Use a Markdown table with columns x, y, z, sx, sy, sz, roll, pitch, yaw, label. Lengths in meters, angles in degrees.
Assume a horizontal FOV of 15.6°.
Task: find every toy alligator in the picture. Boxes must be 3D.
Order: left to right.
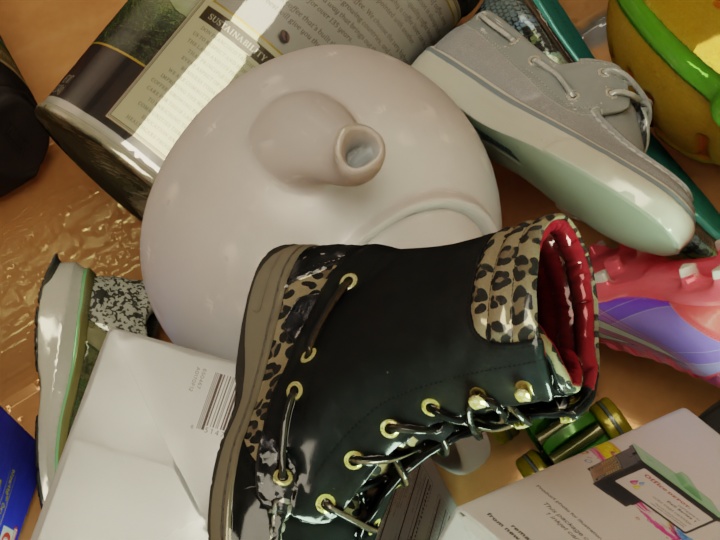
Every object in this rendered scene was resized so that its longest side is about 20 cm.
| x | y | z | sx | sy | sz | roll | pitch | yaw | label |
| --- | --- | --- | --- | --- | --- | --- | --- | --- | --- |
| 0.084 | 0.052 | 1.354 | 0.059 | 0.054 | 0.200 | -33 | 68 | -3 | toy alligator |

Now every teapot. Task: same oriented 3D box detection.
| x | y | z | sx | sy | sz | roll | pitch | yaw | label |
| --- | --- | --- | --- | --- | --- | --- | --- | --- | --- |
| 0.000 | 0.000 | 1.281 | 0.146 | 0.199 | 0.198 | 42 | 117 | 38 | teapot |

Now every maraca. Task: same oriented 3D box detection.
| x | y | z | sx | sy | sz | roll | pitch | yaw | label |
| --- | --- | --- | --- | --- | --- | --- | --- | --- | --- |
| 0.194 | -0.099 | 1.339 | 0.107 | 0.137 | 0.200 | -57 | 35 | 23 | maraca |

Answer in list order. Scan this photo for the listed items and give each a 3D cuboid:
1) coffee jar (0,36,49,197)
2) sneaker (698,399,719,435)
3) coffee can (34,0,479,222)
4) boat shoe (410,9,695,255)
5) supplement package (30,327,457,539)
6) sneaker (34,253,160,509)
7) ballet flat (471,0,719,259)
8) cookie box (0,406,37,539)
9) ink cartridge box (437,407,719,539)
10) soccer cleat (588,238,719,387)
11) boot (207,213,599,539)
| x | y | z | sx | sy | sz | roll | pitch | yaw | label |
| --- | --- | --- | --- | --- | --- | --- | --- | --- | --- |
| -0.248 | -0.132 | 1.453 | 0.085 | 0.104 | 0.200 | -31 | 68 | 1 | coffee jar |
| 0.233 | 0.028 | 1.333 | 0.199 | 0.075 | 0.106 | -28 | 63 | -10 | sneaker |
| -0.053 | -0.114 | 1.388 | 0.146 | 0.146 | 0.200 | 35 | 80 | 19 | coffee can |
| 0.104 | -0.078 | 1.308 | 0.072 | 0.070 | 0.201 | -47 | 47 | -7 | boat shoe |
| -0.054 | 0.142 | 1.267 | 0.151 | 0.200 | 0.151 | 15 | 75 | 15 | supplement package |
| -0.124 | 0.085 | 1.374 | 0.088 | 0.077 | 0.201 | -3 | 72 | -1 | sneaker |
| 0.119 | -0.067 | 1.392 | 0.074 | 0.074 | 0.200 | -32 | 66 | -2 | ballet flat |
| -0.241 | 0.133 | 1.305 | 0.075 | 0.200 | 0.172 | 12 | 72 | 15 | cookie box |
| 0.099 | 0.161 | 1.213 | 0.084 | 0.200 | 0.145 | 40 | 122 | 23 | ink cartridge box |
| 0.153 | 0.025 | 1.304 | 0.067 | 0.200 | 0.077 | -29 | 103 | -27 | soccer cleat |
| 0.019 | 0.073 | 1.104 | 0.153 | 0.073 | 0.205 | -11 | 63 | 33 | boot |
